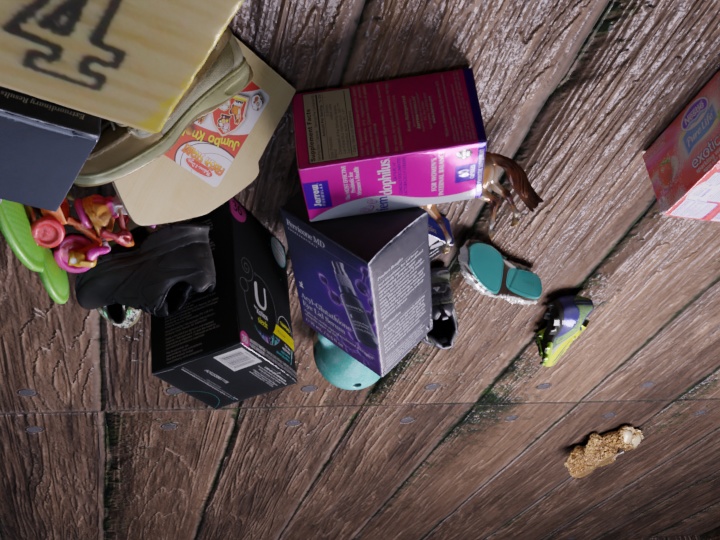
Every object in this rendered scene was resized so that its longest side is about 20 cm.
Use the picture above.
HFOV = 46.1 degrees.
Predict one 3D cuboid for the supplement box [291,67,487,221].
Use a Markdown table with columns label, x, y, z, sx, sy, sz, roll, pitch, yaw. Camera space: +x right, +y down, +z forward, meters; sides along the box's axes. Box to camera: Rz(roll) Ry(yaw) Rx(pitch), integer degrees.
| label | x | y | z | sx | sy | sz | roll | pitch | yaw |
| --- | --- | --- | --- | --- | --- | --- | --- | --- | --- |
| supplement box | 0.030 | -0.134 | 0.910 | 0.195 | 0.105 | 0.102 | -7 | 151 | 2 |

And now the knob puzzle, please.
| label | x | y | z | sx | sy | sz | roll | pitch | yaw |
| --- | --- | --- | --- | --- | --- | --- | --- | --- | --- |
| knob puzzle | -0.173 | -0.138 | 0.825 | 0.217 | 0.030 | 0.224 | -24 | 128 | -34 |

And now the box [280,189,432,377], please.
| label | x | y | z | sx | sy | sz | roll | pitch | yaw |
| --- | --- | --- | --- | --- | --- | --- | --- | --- | --- |
| box | 0.000 | 0.000 | 1.012 | 0.104 | 0.147 | 0.203 | -39 | 142 | -27 |

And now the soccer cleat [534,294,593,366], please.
| label | x | y | z | sx | sy | sz | roll | pitch | yaw |
| --- | --- | --- | --- | --- | --- | --- | --- | --- | --- |
| soccer cleat | 0.344 | 0.107 | 1.427 | 0.082 | 0.066 | 0.202 | -9 | 149 | -4 |

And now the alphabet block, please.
| label | x | y | z | sx | sy | sz | roll | pitch | yaw |
| --- | --- | --- | --- | --- | --- | --- | --- | --- | --- |
| alphabet block | -0.194 | -0.246 | 0.575 | 0.197 | 0.199 | 0.196 | 12 | 146 | -33 |

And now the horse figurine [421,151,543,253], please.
| label | x | y | z | sx | sy | sz | roll | pitch | yaw |
| --- | --- | --- | --- | --- | --- | --- | --- | --- | --- |
| horse figurine | 0.116 | -0.093 | 1.020 | 0.196 | 0.050 | 0.135 | -14 | 113 | 18 |

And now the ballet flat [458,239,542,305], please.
| label | x | y | z | sx | sy | sz | roll | pitch | yaw |
| --- | --- | --- | --- | --- | --- | --- | --- | --- | --- |
| ballet flat | 0.190 | 0.011 | 1.230 | 0.071 | 0.073 | 0.198 | -30 | 143 | 32 |

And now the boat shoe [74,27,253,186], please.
| label | x | y | z | sx | sy | sz | roll | pitch | yaw |
| --- | --- | --- | --- | --- | --- | --- | --- | --- | --- |
| boat shoe | -0.179 | -0.147 | 0.739 | 0.072 | 0.200 | 0.064 | 16 | 140 | 48 |

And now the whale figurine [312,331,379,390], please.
| label | x | y | z | sx | sy | sz | roll | pitch | yaw |
| --- | --- | --- | --- | --- | --- | --- | --- | --- | --- |
| whale figurine | 0.005 | 0.116 | 1.314 | 0.156 | 0.106 | 0.200 | 10 | 147 | -28 |

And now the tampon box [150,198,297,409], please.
| label | x | y | z | sx | sy | sz | roll | pitch | yaw |
| --- | --- | --- | --- | --- | --- | --- | --- | --- | --- |
| tampon box | -0.170 | 0.041 | 1.051 | 0.124 | 0.204 | 0.150 | -18 | 150 | 17 |

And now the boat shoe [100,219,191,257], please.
| label | x | y | z | sx | sy | sz | roll | pitch | yaw |
| --- | --- | --- | --- | --- | --- | --- | --- | --- | --- |
| boat shoe | -0.232 | -0.065 | 0.994 | 0.198 | 0.063 | 0.072 | -27 | 145 | 29 |

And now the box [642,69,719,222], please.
| label | x | y | z | sx | sy | sz | roll | pitch | yaw |
| --- | --- | --- | --- | --- | --- | --- | --- | --- | --- |
| box | 0.433 | -0.154 | 0.983 | 0.100 | 0.096 | 0.201 | 3 | 147 | -19 |

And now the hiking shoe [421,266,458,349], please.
| label | x | y | z | sx | sy | sz | roll | pitch | yaw |
| --- | --- | --- | --- | --- | --- | --- | --- | --- | --- |
| hiking shoe | 0.109 | 0.082 | 1.288 | 0.074 | 0.103 | 0.201 | -8 | 150 | 2 |

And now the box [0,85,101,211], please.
| label | x | y | z | sx | sy | sz | roll | pitch | yaw |
| --- | --- | --- | --- | --- | --- | --- | --- | --- | --- |
| box | -0.289 | -0.172 | 0.666 | 0.146 | 0.204 | 0.107 | 14 | 143 | -33 |

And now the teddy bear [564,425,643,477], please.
| label | x | y | z | sx | sy | sz | roll | pitch | yaw |
| --- | --- | --- | --- | --- | --- | --- | --- | --- | --- |
| teddy bear | 0.581 | 0.424 | 2.031 | 0.143 | 0.068 | 0.200 | 3 | 142 | -37 |

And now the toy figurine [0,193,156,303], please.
| label | x | y | z | sx | sy | sz | roll | pitch | yaw |
| --- | --- | --- | --- | --- | --- | --- | --- | --- | --- |
| toy figurine | -0.265 | -0.078 | 0.886 | 0.180 | 0.151 | 0.203 | -17 | 123 | -4 |

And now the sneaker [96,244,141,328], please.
| label | x | y | z | sx | sy | sz | roll | pitch | yaw |
| --- | --- | --- | --- | --- | --- | --- | --- | --- | --- |
| sneaker | -0.328 | 0.039 | 1.118 | 0.075 | 0.090 | 0.201 | -3 | 149 | -9 |

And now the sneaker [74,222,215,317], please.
| label | x | y | z | sx | sy | sz | roll | pitch | yaw |
| --- | --- | --- | --- | --- | --- | --- | --- | --- | --- |
| sneaker | -0.248 | 0.016 | 0.966 | 0.197 | 0.093 | 0.076 | -22 | 172 | 27 |

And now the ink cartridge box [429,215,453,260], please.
| label | x | y | z | sx | sy | sz | roll | pitch | yaw |
| --- | --- | --- | --- | --- | --- | --- | --- | --- | --- |
| ink cartridge box | 0.025 | -0.017 | 1.157 | 0.093 | 0.045 | 0.199 | 19 | 140 | -36 |
